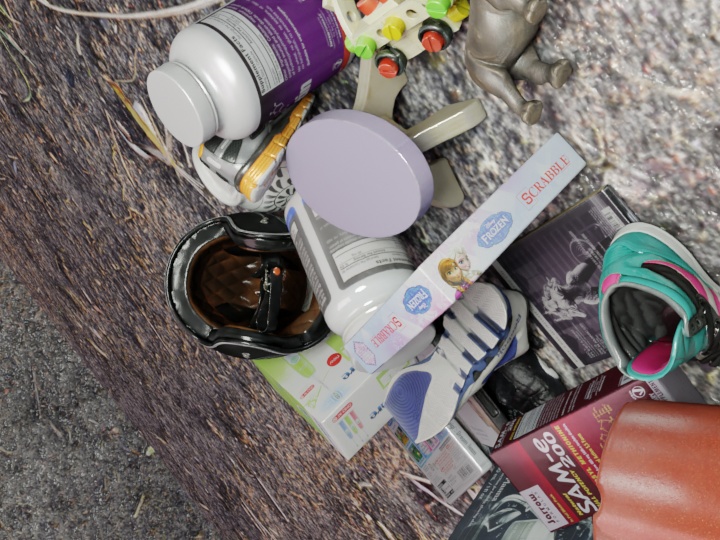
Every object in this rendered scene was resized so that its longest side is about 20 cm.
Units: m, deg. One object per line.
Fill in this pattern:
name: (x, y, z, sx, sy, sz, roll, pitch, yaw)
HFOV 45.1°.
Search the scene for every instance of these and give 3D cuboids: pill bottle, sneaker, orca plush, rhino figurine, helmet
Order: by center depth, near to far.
rhino figurine: (0.115, -0.216, 0.652, 0.087, 0.059, 0.202, 40, 148, 38)
sneaker: (0.265, 0.055, 0.680, 0.199, 0.121, 0.084, 39, 135, 10)
pill bottle: (-0.102, -0.201, 0.828, 0.112, 0.200, 0.113, 34, 148, 25)
sneaker: (0.119, 0.093, 0.907, 0.081, 0.114, 0.200, 49, 123, 27)
sneaker: (-0.105, -0.150, 0.913, 0.077, 0.201, 0.079, 26, 123, -3)
pill bottle: (0.000, 0.000, 0.940, 0.114, 0.112, 0.202, 105, 146, -57)
orca plush: (0.171, 0.141, 0.946, 0.201, 0.071, 0.105, 54, 137, 12)
helmet: (-0.136, 0.018, 1.084, 0.189, 0.200, 0.202, 8, 132, 47)

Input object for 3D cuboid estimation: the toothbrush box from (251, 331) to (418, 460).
toothbrush box: (-0.033, 0.124, 1.129, 0.199, 0.145, 0.086, 34, 161, 48)

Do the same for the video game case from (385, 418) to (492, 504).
video game case: (0.093, 0.229, 1.210, 0.182, 0.024, 0.201, 49, 158, 16)

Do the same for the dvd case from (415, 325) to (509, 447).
dvd case: (0.110, 0.130, 1.024, 0.201, 0.017, 0.143, 53, 170, -1)

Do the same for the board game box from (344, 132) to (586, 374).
board game box: (0.090, -0.010, 0.786, 0.041, 0.200, 0.200, 45, 152, 4)

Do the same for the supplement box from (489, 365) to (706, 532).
supplement box: (0.237, 0.168, 0.850, 0.199, 0.061, 0.109, -37, 94, 36)

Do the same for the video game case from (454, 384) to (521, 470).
video game case: (0.166, 0.186, 1.095, 0.181, 0.023, 0.202, 18, 137, 45)

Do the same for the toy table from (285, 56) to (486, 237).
toy table: (0.026, -0.115, 0.837, 0.199, 0.117, 0.185, 15, 137, 47)

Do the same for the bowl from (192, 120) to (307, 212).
bowl: (-0.146, -0.141, 1.073, 0.200, 0.094, 0.202, 36, 149, 26)

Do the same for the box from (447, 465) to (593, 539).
box: (0.212, 0.319, 0.970, 0.195, 0.200, 0.125, -14, 115, 48)

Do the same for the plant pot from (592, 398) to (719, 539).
plant pot: (0.300, 0.190, 0.684, 0.193, 0.201, 0.202, 6, 131, 35)

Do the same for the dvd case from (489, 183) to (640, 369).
dvd case: (0.218, 0.015, 0.824, 0.149, 0.016, 0.200, 49, 151, -1)

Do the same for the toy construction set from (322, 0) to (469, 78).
toy construction set: (0.018, -0.238, 0.729, 0.131, 0.093, 0.199, 35, 167, -26)
